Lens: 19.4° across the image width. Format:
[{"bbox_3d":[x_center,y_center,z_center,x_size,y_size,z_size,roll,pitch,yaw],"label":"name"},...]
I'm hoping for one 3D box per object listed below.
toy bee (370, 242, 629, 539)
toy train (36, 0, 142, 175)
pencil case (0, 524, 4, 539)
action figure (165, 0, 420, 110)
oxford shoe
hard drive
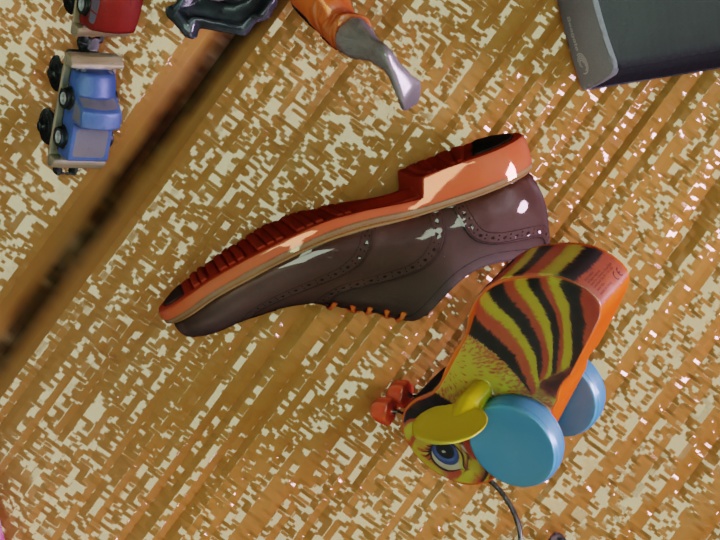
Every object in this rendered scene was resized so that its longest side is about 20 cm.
[{"bbox_3d":[0.057,0.067,1.029,0.109,0.131,0.200,23,105,19],"label":"toy bee"},{"bbox_3d":[-0.120,-0.135,1.004,0.034,0.046,0.200,-2,116,-36],"label":"toy train"},{"bbox_3d":[-0.224,0.097,1.021,0.083,0.091,0.200,-15,95,-2],"label":"pencil case"},{"bbox_3d":[-0.015,-0.191,0.991,0.193,0.105,0.200,28,88,22],"label":"action figure"},{"bbox_3d":[0.000,0.000,1.038,0.200,0.071,0.073,-21,101,-2],"label":"oxford shoe"},{"bbox_3d":[0.156,-0.197,1.041,0.135,0.042,0.200,-9,96,-3],"label":"hard drive"}]
